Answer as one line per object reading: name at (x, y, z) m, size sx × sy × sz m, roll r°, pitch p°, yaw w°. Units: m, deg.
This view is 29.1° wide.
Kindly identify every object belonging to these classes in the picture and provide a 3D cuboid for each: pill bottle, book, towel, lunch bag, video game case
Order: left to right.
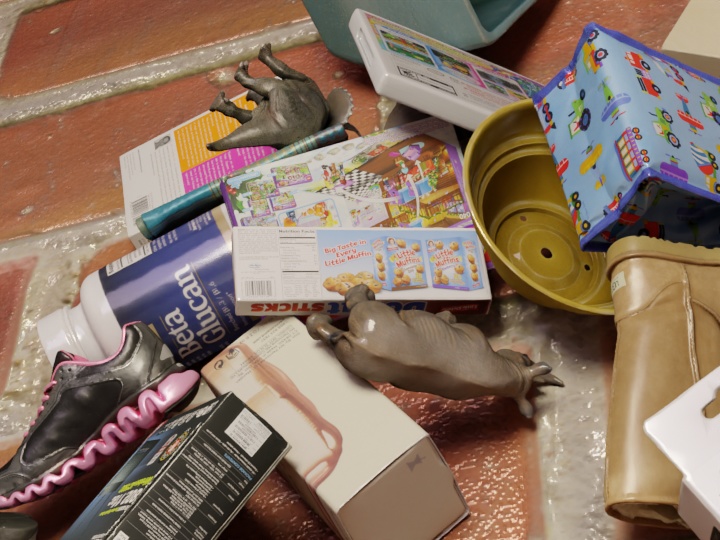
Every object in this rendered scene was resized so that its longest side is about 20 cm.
pill bottle at (-0.171, 0.033, 1.193) m, size 0.200 × 0.111 × 0.111 m, roll -28°, pitch 41°, yaw -2°
book at (-0.140, -0.106, 1.370) m, size 0.200 × 0.048 × 0.134 m, roll -23°, pitch 41°, yaw 6°
towel at (-0.098, -0.068, 1.255) m, size 0.200 × 0.147 × 0.022 m, roll -24°, pitch 80°, yaw 0°
video game case at (0.093, -0.156, 1.194) m, size 0.182 × 0.200 × 0.024 m, roll -107°, pitch 39°, yaw -62°
lunch bag at (0.252, -0.089, 1.060) m, size 0.200 × 0.094 × 0.151 m, roll 8°, pitch 51°, yaw -26°

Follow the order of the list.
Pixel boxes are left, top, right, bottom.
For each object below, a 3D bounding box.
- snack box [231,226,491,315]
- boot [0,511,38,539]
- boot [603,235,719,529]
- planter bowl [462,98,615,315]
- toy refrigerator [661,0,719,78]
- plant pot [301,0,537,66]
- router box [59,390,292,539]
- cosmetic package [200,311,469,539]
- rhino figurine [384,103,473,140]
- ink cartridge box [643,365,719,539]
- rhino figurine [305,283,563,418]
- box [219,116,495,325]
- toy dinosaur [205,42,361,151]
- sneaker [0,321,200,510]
snack box at (0.000, 0.000, 1.086) m, size 0.199 × 0.024 × 0.072 m, roll 0°, pitch 53°, yaw -10°
boot at (-0.287, 0.257, 1.037) m, size 0.204 × 0.073 × 0.154 m, roll 158°, pitch 118°, yaw -69°
boot at (0.249, 0.082, 0.965) m, size 0.175 × 0.066 × 0.200 m, roll 6°, pitch 60°, yaw -4°
planter bowl at (0.159, -0.032, 1.087) m, size 0.200 × 0.084 × 0.201 m, roll 10°, pitch 55°, yaw -15°
toy refrigerator at (0.366, -0.177, 1.174) m, size 0.200 × 0.070 × 0.076 m, roll 16°, pitch 63°, yaw 39°
plant pot at (0.042, -0.310, 1.359) m, size 0.200 × 0.196 × 0.196 m, roll -16°, pitch 20°, yaw 38°
router box at (-0.147, 0.173, 0.996) m, size 0.150 × 0.062 × 0.200 m, roll -51°, pitch 9°, yaw -25°
cosmetic package at (-0.022, 0.125, 1.032) m, size 0.087 × 0.103 × 0.200 m, roll -39°, pitch 41°, yaw -13°
rhino figurine at (0.066, -0.128, 1.269) m, size 0.087 × 0.060 × 0.200 m, roll -15°, pitch 41°, yaw 8°
ink cartridge box at (0.275, 0.148, 0.840) m, size 0.116 × 0.068 × 0.200 m, roll -34°, pitch 61°, yaw -10°
rhino figurine at (0.064, 0.064, 1.020) m, size 0.060 × 0.200 × 0.087 m, roll -70°, pitch 23°, yaw 10°
box at (-0.001, -0.037, 1.140) m, size 0.200 × 0.039 × 0.137 m, roll -17°, pitch 85°, yaw -11°
toy dinosaur at (-0.068, -0.144, 1.238) m, size 0.102 × 0.077 × 0.200 m, roll 30°, pitch 23°, yaw 12°
sneaker at (-0.230, 0.115, 1.117) m, size 0.200 × 0.095 × 0.079 m, roll -35°, pitch -2°, yaw -3°
